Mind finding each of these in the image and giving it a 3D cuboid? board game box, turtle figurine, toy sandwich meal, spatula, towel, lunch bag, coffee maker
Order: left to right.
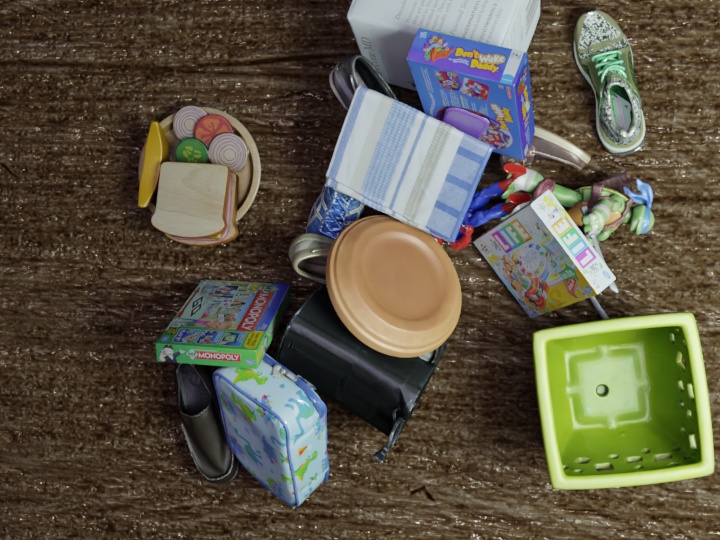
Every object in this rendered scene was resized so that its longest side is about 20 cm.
[{"bbox_3d":[-0.238,-0.137,1.325,0.203,0.070,0.207,0,90,8],"label":"toy sandwich meal"},{"bbox_3d":[-0.180,0.068,1.256,0.133,0.200,0.029,2,114,8],"label":"board game box"},{"bbox_3d":[-0.119,0.206,1.241,0.160,0.201,0.082,29,51,32],"label":"lunch bag"},{"bbox_3d":[-0.009,0.123,1.234,0.199,0.192,0.135,28,110,9],"label":"coffee maker"},{"bbox_3d":[0.058,-0.137,1.199,0.199,0.024,0.148,26,116,13],"label":"towel"},{"bbox_3d":[0.119,-0.155,1.223,0.056,0.200,0.021,22,60,1],"label":"spatula"},{"bbox_3d":[0.142,-0.214,1.148,0.134,0.200,0.045,19,77,18],"label":"board game box"},{"bbox_3d":[0.230,-0.015,1.193,0.034,0.200,0.135,-36,88,-17],"label":"board game box"},{"bbox_3d":[0.272,-0.049,1.215,0.193,0.144,0.201,22,101,17],"label":"turtle figurine"}]

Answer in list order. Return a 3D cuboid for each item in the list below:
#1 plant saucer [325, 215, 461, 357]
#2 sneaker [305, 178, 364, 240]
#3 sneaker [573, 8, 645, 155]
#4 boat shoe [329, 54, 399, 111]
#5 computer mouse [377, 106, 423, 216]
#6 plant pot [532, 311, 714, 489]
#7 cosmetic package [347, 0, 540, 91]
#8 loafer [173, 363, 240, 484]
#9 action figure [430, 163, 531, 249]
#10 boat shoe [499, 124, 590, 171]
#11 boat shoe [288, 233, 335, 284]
[{"bbox_3d":[0.051,0.014,1.219,0.199,0.037,0.202,12,62,-23],"label":"plant saucer"},{"bbox_3d":[-0.032,-0.095,1.294,0.075,0.077,0.201,19,94,6],"label":"sneaker"},{"bbox_3d":[0.339,-0.257,1.235,0.076,0.089,0.201,-17,87,8],"label":"sneaker"},{"bbox_3d":[0.033,-0.199,1.243,0.067,0.057,0.200,-44,102,-31],"label":"boat shoe"},{"bbox_3d":[0.069,-0.134,1.306,0.058,0.034,0.201,19,86,-8],"label":"computer mouse"},{"bbox_3d":[0.324,0.157,1.192,0.198,0.181,0.201,-7,90,7],"label":"plant pot"},{"bbox_3d":[0.115,-0.331,1.202,0.199,0.167,0.167,19,79,15],"label":"cosmetic package"},{"bbox_3d":[-0.230,0.212,1.324,0.073,0.071,0.201,-20,87,8],"label":"loafer"},{"bbox_3d":[0.147,-0.076,1.227,0.051,0.200,0.066,-1,70,-26],"label":"action figure"},{"bbox_3d":[0.212,-0.169,1.267,0.199,0.072,0.072,23,101,11],"label":"boat shoe"},{"bbox_3d":[0.000,0.000,1.267,0.199,0.065,0.073,13,114,-15],"label":"boat shoe"}]
